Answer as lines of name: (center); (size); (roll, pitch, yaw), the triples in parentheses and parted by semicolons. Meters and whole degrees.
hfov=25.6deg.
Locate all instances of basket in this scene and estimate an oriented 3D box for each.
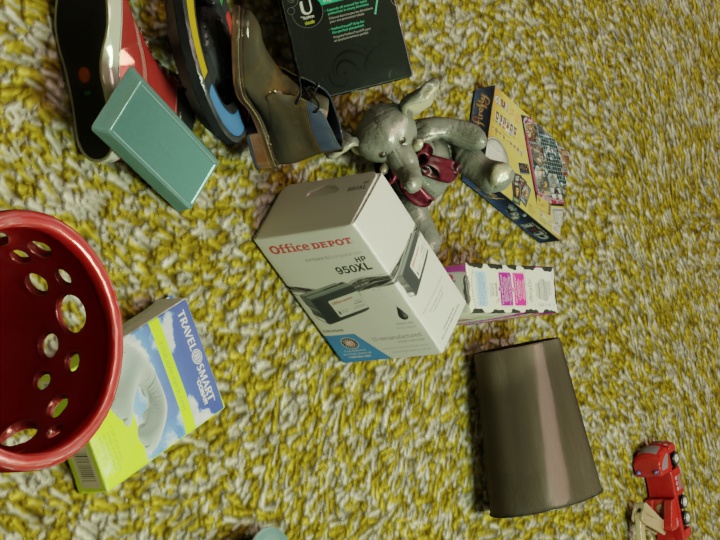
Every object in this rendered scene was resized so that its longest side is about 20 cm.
basket: (0.214, 0.192, 1.986); (0.180, 0.135, 0.202); (-10, 88, -57)

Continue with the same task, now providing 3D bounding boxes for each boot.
boot: (-0.075, -0.189, 1.603); (0.201, 0.096, 0.075); (79, 9, -47)
boot: (-0.218, -0.212, 1.533); (0.144, 0.072, 0.202); (-18, 106, -53)

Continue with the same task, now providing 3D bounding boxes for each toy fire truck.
toy fire truck: (0.426, 0.360, 2.301); (0.141, 0.048, 0.202); (-18, 98, -52)

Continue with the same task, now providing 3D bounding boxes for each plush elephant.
plush elephant: (0.053, -0.132, 1.809); (0.201, 0.164, 0.155); (59, 19, 16)

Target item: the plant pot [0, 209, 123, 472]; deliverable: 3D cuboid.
plant pot: (-0.317, 0.062, 1.255); (0.200, 0.181, 0.203); (15, 72, -51)

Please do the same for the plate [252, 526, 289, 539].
plate: (-0.072, 0.359, 1.603); (0.200, 0.025, 0.202); (-10, 90, -74)

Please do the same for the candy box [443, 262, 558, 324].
candy box: (0.128, 0.030, 1.891); (0.199, 0.135, 0.062); (1, 81, -53)

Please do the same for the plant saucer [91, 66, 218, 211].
plant saucer: (-0.191, -0.120, 1.518); (0.070, 0.019, 0.200); (-60, 154, -9)

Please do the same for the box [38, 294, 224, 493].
box: (-0.208, 0.112, 1.505); (0.200, 0.047, 0.123); (-35, 112, -49)

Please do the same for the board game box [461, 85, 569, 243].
board game box: (0.210, -0.139, 2.115); (0.200, 0.034, 0.137); (34, 58, -45)

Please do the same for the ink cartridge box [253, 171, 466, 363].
ink cartridge box: (0.000, 0.000, 1.719); (0.201, 0.144, 0.085); (55, 45, -31)

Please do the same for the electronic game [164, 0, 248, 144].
electronic game: (-0.150, -0.226, 1.589); (0.200, 0.041, 0.202); (-13, 90, -80)

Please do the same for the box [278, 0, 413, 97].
box: (-0.026, -0.292, 1.706); (0.149, 0.123, 0.202); (-109, -175, -83)
